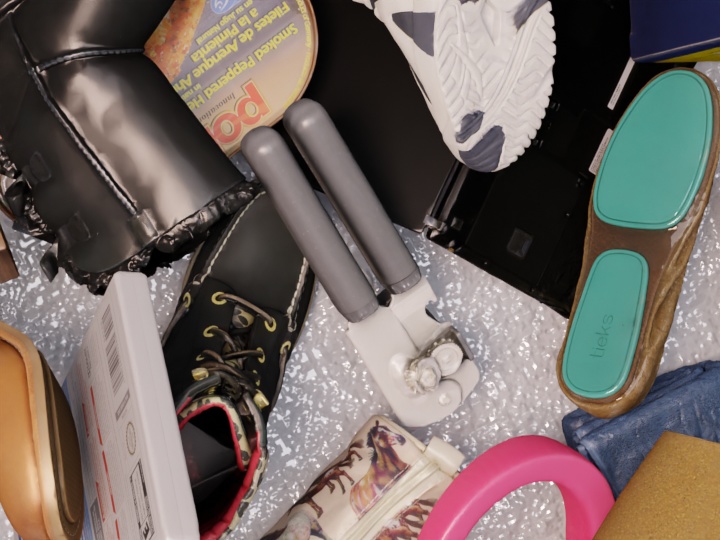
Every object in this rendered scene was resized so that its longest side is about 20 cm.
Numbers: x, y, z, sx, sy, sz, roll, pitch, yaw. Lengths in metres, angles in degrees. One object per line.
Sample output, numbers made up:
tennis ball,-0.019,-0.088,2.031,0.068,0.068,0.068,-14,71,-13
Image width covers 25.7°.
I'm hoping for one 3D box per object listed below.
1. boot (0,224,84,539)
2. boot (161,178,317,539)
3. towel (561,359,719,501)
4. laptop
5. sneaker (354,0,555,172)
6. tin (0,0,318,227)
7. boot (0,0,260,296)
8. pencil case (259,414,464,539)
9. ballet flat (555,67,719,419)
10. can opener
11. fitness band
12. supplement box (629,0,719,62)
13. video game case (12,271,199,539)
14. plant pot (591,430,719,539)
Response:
boot,-0.220,0.059,0.720,0.155,0.077,0.200,-21,70,-9
boot,-0.064,0.047,0.807,0.073,0.154,0.204,24,86,-10
towel,0.198,0.159,0.911,0.112,0.049,0.200,-23,95,-10
laptop,0.067,-0.095,0.903,0.200,0.103,0.177,27,86,-35
sneaker,0.026,-0.152,0.838,0.079,0.130,0.199,-31,111,-21
tin,-0.114,-0.095,0.851,0.200,0.042,0.112,-38,90,-6
boot,-0.107,-0.094,0.777,0.198,0.073,0.163,-33,87,16
pencil case,-0.025,0.164,0.849,0.200,0.089,0.078,-45,98,-8
ballet flat,0.162,-0.011,0.884,0.068,0.072,0.200,9,78,29
can opener,0.000,0.000,0.840,0.053,0.066,0.200,-35,116,-7
fitness band,0.079,0.184,0.853,0.144,0.037,0.200,-16,117,-28
supplement box,0.258,-0.176,0.870,0.200,0.110,0.109,-3,91,-21
video game case,-0.129,0.117,0.754,0.018,0.200,0.143,4,50,-28
plant pot,0.177,0.190,0.806,0.186,0.186,0.200,16,87,-10
